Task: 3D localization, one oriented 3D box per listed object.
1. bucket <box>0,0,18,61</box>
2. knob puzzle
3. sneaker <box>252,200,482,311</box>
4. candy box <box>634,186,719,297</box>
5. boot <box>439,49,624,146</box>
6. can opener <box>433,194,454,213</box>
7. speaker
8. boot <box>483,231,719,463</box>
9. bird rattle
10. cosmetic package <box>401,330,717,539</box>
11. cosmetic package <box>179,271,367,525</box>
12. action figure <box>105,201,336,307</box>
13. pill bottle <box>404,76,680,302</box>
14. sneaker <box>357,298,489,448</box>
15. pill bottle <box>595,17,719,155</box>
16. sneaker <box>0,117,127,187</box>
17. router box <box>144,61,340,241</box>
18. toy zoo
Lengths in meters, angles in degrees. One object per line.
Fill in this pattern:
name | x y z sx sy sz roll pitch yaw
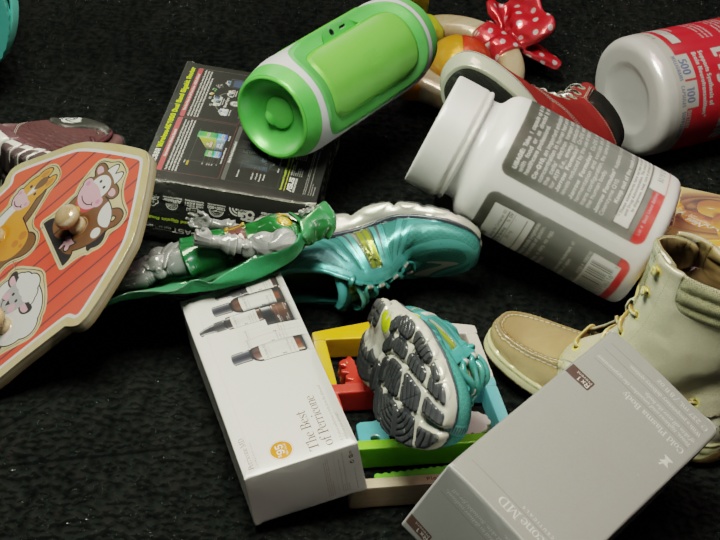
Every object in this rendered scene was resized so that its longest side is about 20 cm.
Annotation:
bucket | -0.407 -0.252 1.438 0.206 0.208 0.135 -6 48 -17
knob puzzle | -0.236 -0.026 1.200 0.219 0.030 0.221 -19 49 23
sneaker | 0.000 0.000 1.280 0.198 0.078 0.080 -7 47 -3
candy box | 0.285 0.012 1.311 0.115 0.056 0.200 13 36 11
boot | 0.153 -0.144 1.416 0.200 0.072 0.145 40 40 -21
can opener | 0.125 -0.089 1.423 0.066 0.054 0.200 17 39 15
speaker | -0.017 -0.166 1.373 0.088 0.089 0.200 26 39 24
boot | 0.194 0.037 1.176 0.199 0.155 0.072 24 37 19
bird rattle | 0.100 -0.207 1.575 0.199 0.113 0.164 14 47 -12
cosmetic package | 0.134 0.138 1.074 0.107 0.090 0.200 44 45 12
cosmetic package | -0.066 0.085 1.145 0.082 0.051 0.200 -19 39 -8
action figure | -0.114 -0.014 1.218 0.199 0.055 0.118 -15 14 -4
pill bottle | 0.145 -0.069 1.300 0.199 0.114 0.114 28 38 0
sneaker | 0.052 0.065 1.107 0.079 0.078 0.200 12 14 -10
pill bottle | 0.331 -0.180 1.529 0.199 0.113 0.112 -15 41 -26
sneaker | -0.229 -0.081 1.340 0.115 0.076 0.200 -19 43 -35
router box | -0.100 -0.096 1.388 0.149 0.062 0.201 10 37 2
toy zoo | 0.037 0.093 1.191 0.130 0.021 0.201 -3 38 -12
